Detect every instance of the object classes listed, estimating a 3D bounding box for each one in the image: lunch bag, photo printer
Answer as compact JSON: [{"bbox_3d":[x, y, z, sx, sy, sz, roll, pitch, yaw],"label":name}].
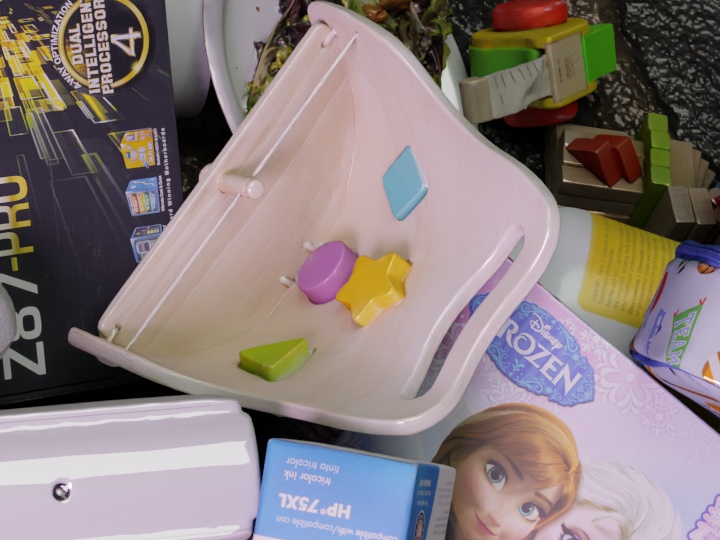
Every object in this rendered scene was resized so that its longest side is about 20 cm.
[{"bbox_3d":[0.219,0.059,1.012,0.199,0.160,0.076,29,89,-3],"label":"lunch bag"},{"bbox_3d":[-0.157,0.099,0.996,0.198,0.166,0.070,-4,82,-17],"label":"photo printer"}]

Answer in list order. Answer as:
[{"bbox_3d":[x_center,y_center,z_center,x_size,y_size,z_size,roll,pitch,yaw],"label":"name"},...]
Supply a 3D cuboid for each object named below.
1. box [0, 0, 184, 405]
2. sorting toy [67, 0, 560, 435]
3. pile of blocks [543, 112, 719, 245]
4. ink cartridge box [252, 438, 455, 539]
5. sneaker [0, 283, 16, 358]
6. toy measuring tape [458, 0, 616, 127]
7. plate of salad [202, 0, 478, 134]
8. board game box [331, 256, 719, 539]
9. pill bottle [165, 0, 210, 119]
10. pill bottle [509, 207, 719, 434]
[{"bbox_3d":[-0.164,-0.041,1.080,0.160,0.049,0.202,-8,103,-20],"label":"box"},{"bbox_3d":[0.000,0.000,1.037,0.179,0.107,0.201,22,73,48],"label":"sorting toy"},{"bbox_3d":[0.190,-0.036,1.233,0.199,0.062,0.082,29,56,3],"label":"pile of blocks"},{"bbox_3d":[-0.013,0.176,0.982,0.067,0.116,0.202,9,86,11],"label":"ink cartridge box"},{"bbox_3d":[-0.246,0.044,1.021,0.199,0.080,0.071,-17,80,1],"label":"sneaker"},{"bbox_3d":[0.076,-0.104,1.216,0.073,0.074,0.200,41,29,12],"label":"toy measuring tape"},{"bbox_3d":[0.000,-0.102,1.186,0.199,0.048,0.202,23,56,-38],"label":"plate of salad"},{"bbox_3d":[0.075,0.129,1.053,0.200,0.041,0.200,39,90,11],"label":"board game box"},{"bbox_3d":[-0.181,-0.112,1.148,0.198,0.115,0.115,-8,61,-20],"label":"pill bottle"},{"bbox_3d":[0.127,0.035,1.142,0.198,0.112,0.113,19,56,-4],"label":"pill bottle"}]
